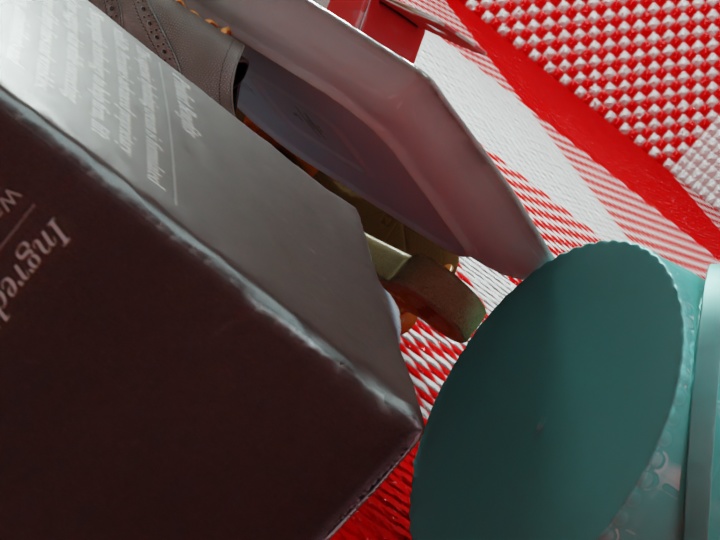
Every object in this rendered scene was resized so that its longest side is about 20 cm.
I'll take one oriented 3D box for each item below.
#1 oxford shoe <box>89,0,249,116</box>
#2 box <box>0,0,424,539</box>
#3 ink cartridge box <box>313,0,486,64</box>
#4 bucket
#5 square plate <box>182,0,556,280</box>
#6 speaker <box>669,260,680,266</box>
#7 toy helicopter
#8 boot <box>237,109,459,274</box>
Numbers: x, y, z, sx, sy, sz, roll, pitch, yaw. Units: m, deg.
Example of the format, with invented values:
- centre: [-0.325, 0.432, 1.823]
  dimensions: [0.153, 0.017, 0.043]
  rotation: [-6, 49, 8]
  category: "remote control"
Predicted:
- centre: [-0.089, -0.091, 1.030]
  dimensions: [0.071, 0.073, 0.200]
  rotation: [95, -29, -76]
  category: "oxford shoe"
- centre: [-0.117, 0.011, 0.628]
  dimensions: [0.200, 0.164, 0.166]
  rotation: [38, 11, -16]
  category: "box"
- centre: [-0.041, -0.135, 1.364]
  dimensions: [0.200, 0.067, 0.116]
  rotation: [22, 2, 17]
  category: "ink cartridge box"
- centre: [0.127, 0.093, 1.075]
  dimensions: [0.135, 0.207, 0.207]
  rotation: [30, 15, -28]
  category: "bucket"
- centre: [-0.015, -0.074, 1.092]
  dimensions: [0.198, 0.028, 0.200]
  rotation: [33, -9, 31]
  category: "square plate"
- centre: [0.250, 0.065, 1.869]
  dimensions: [0.088, 0.088, 0.200]
  rotation: [35, 13, -28]
  category: "speaker"
- centre: [0.000, 0.000, 1.209]
  dimensions: [0.132, 0.079, 0.200]
  rotation: [50, -14, -34]
  category: "toy helicopter"
- centre: [-0.043, -0.065, 1.414]
  dimensions: [0.200, 0.073, 0.155]
  rotation: [30, 10, -19]
  category: "boot"
